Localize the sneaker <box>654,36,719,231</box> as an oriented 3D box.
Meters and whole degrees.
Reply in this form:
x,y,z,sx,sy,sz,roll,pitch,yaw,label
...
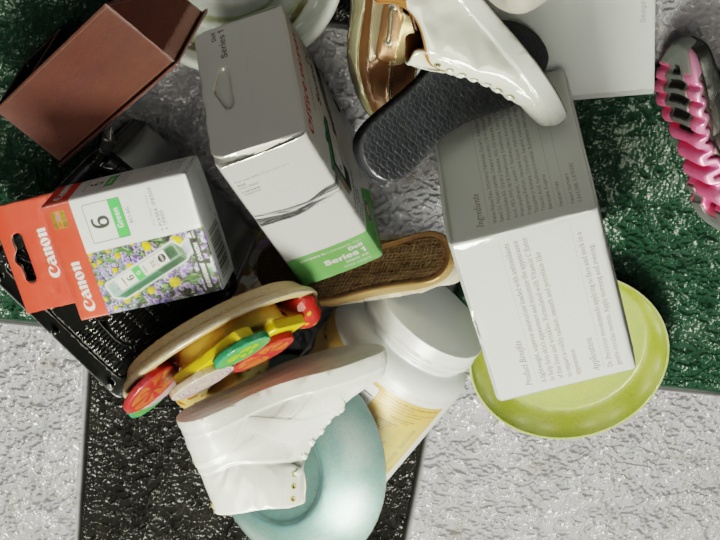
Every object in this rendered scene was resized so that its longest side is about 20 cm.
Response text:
x,y,z,sx,sy,sz,roll,pitch,yaw,label
0.332,-0.133,1.571,0.095,0.079,0.201,-29,122,-9,sneaker

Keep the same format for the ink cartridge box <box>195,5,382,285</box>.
x,y,z,sx,sy,sz,roll,pitch,yaw,label
-0.060,-0.105,1.484,0.084,0.147,0.200,-19,146,10,ink cartridge box

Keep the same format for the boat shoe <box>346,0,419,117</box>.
x,y,z,sx,sy,sz,roll,pitch,yaw,label
0.033,-0.215,1.484,0.073,0.076,0.202,11,127,25,boat shoe

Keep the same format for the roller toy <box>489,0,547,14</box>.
x,y,z,sx,sy,sz,roll,pitch,yaw,label
0.130,-0.308,1.365,0.139,0.182,0.201,-33,95,-2,roller toy

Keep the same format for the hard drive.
x,y,z,sx,sy,sz,roll,pitch,yaw,label
0.160,-0.211,1.532,0.198,0.026,0.133,-4,123,2,hard drive

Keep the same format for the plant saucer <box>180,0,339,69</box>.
x,y,z,sx,sy,sz,roll,pitch,yaw,label
-0.112,-0.267,1.475,0.198,0.050,0.202,-1,123,-1,plant saucer

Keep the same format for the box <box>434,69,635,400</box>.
x,y,z,sx,sy,sz,roll,pitch,yaw,label
0.150,-0.031,1.531,0.129,0.201,0.200,-14,132,8,box

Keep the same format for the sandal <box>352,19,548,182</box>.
x,y,z,sx,sy,sz,roll,pitch,yaw,label
0.073,-0.152,1.494,0.199,0.043,0.077,-34,103,-14,sandal

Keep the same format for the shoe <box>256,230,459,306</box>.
x,y,z,sx,sy,sz,roll,pitch,yaw,label
0.000,0.000,1.583,0.198,0.071,0.053,-2,169,23,shoe

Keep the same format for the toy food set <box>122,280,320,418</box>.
x,y,z,sx,sy,sz,roll,pitch,yaw,label
-0.123,0.073,1.520,0.199,0.197,0.049,-35,78,32,toy food set

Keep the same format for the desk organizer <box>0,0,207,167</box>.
x,y,z,sx,sy,sz,roll,pitch,yaw,label
-0.224,-0.176,1.476,0.077,0.072,0.199,39,138,-19,desk organizer

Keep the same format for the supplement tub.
x,y,z,sx,sy,sz,roll,pitch,yaw,label
0.012,0.108,1.664,0.144,0.145,0.200,29,118,-19,supplement tub

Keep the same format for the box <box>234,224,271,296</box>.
x,y,z,sx,sy,sz,roll,pitch,yaw,label
-0.079,-0.027,1.637,0.199,0.042,0.039,-37,116,21,box

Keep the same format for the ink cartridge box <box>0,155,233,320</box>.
x,y,z,sx,sy,sz,roll,pitch,yaw,label
-0.218,-0.020,1.479,0.198,0.050,0.110,-12,110,13,ink cartridge box

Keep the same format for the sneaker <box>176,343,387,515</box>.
x,y,z,sx,sy,sz,roll,pitch,yaw,label
-0.056,0.146,1.546,0.198,0.074,0.117,-21,103,-15,sneaker

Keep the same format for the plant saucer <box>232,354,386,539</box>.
x,y,z,sx,sy,sz,roll,pitch,yaw,label
-0.069,0.181,1.616,0.199,0.039,0.203,5,99,33,plant saucer

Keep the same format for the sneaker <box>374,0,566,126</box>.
x,y,z,sx,sy,sz,roll,pitch,yaw,label
0.087,-0.182,1.444,0.085,0.073,0.200,-42,108,7,sneaker

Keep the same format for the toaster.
x,y,z,sx,sy,sz,roll,pitch,yaw,label
-0.210,-0.019,1.571,0.181,0.119,0.200,44,113,-11,toaster

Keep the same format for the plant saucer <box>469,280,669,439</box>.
x,y,z,sx,sy,sz,roll,pitch,yaw,label
0.205,0.079,1.718,0.198,0.031,0.202,0,123,0,plant saucer
